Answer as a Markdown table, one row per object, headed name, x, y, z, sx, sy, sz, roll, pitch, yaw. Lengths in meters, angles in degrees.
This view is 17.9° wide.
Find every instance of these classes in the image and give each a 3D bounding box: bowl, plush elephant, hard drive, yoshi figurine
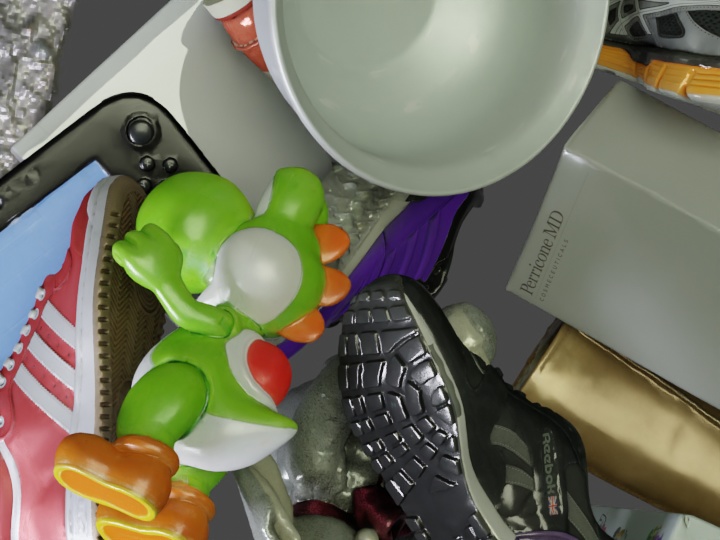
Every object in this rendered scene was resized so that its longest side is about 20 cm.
| name | x | y | z | sx | sy | sz | roll | pitch | yaw |
| --- | --- | --- | --- | --- | --- | --- | --- | --- | --- |
| bowl | 0.021 | -0.142 | 1.149 | 0.201 | 0.090 | 0.201 | -8 | 105 | -31 |
| plush elephant | -0.002 | 0.129 | 1.166 | 0.200 | 0.165 | 0.155 | -8 | 50 | 5 |
| hard drive | -0.072 | -0.085 | 1.242 | 0.200 | 0.027 | 0.132 | -44 | 94 | -11 |
| yoshi figurine | -0.087 | 0.031 | 1.104 | 0.112 | 0.112 | 0.200 | 35 | 63 | -19 |

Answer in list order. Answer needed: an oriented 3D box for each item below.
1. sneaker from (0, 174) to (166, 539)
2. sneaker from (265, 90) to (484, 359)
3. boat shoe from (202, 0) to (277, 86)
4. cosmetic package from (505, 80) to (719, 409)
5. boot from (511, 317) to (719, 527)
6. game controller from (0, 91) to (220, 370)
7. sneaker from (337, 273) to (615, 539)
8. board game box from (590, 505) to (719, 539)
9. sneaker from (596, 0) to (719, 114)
| name | x | y | z | sx | sy | sz | roll | pitch | yaw |
| --- | --- | --- | --- | --- | --- | --- | --- | --- | --- |
| sneaker | -0.162 | 0.051 | 1.154 | 0.112 | 0.071 | 0.200 | -2 | 79 | 26 |
| sneaker | 0.001 | 0.000 | 1.215 | 0.200 | 0.070 | 0.100 | -47 | 135 | -17 |
| boat shoe | -0.001 | -0.185 | 1.219 | 0.063 | 0.071 | 0.200 | 48 | 68 | -21 |
| cosmetic package | 0.190 | 0.001 | 1.201 | 0.200 | 0.113 | 0.081 | 27 | 42 | 11 |
| boot | 0.204 | 0.065 | 1.267 | 0.200 | 0.066 | 0.175 | 35 | 66 | 0 |
| game controller | -0.162 | -0.002 | 1.190 | 0.200 | 0.042 | 0.104 | -37 | 95 | 2 |
| sneaker | 0.060 | 0.084 | 1.100 | 0.088 | 0.076 | 0.200 | -34 | 106 | -38 |
| board game box | 0.184 | 0.178 | 1.184 | 0.147 | 0.200 | 0.064 | 26 | 81 | -8 |
| sneaker | 0.169 | -0.131 | 1.210 | 0.078 | 0.200 | 0.077 | 14 | 98 | -25 |
